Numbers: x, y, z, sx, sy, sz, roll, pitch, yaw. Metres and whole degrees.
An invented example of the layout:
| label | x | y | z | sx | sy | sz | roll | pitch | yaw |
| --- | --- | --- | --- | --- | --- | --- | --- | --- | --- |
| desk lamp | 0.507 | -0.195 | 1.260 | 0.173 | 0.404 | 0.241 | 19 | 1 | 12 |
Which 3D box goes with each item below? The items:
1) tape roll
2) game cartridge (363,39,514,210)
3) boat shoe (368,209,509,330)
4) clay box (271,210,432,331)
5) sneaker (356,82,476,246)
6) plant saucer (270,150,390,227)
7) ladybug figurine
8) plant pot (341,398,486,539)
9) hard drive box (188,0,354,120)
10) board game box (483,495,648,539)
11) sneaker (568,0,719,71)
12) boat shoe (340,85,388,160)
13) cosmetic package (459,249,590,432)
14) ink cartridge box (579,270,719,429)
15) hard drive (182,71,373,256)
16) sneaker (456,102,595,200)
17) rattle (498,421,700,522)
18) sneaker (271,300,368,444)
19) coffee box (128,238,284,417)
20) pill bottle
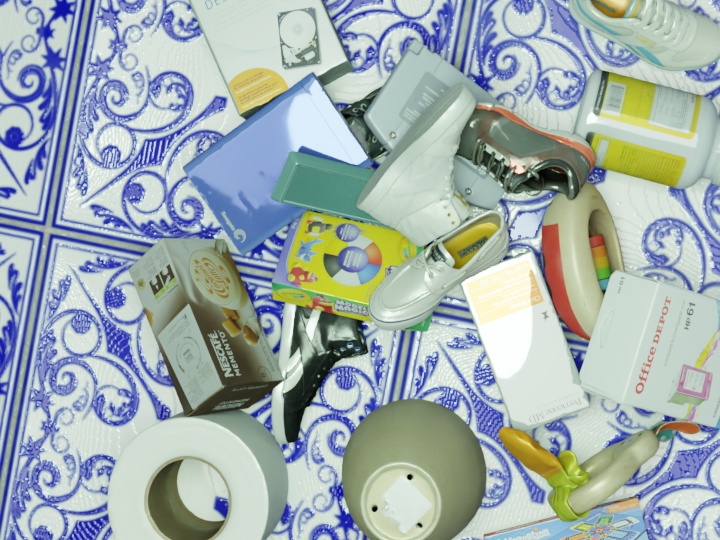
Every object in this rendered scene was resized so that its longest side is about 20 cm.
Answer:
| label | x | y | z | sx | sy | sz | roll | pitch | yaw |
| --- | --- | --- | --- | --- | --- | --- | --- | --- | --- |
| tape roll | -0.197 | 0.274 | 1.497 | 0.199 | 0.139 | 0.206 | 0 | 91 | 6 |
| game cartridge | 0.107 | -0.170 | 1.481 | 0.199 | 0.040 | 0.134 | 35 | 82 | -11 |
| boat shoe | 0.092 | -0.006 | 1.423 | 0.198 | 0.070 | 0.071 | -31 | 62 | -9 |
| clay box | 0.000 | 0.000 | 1.494 | 0.197 | 0.048 | 0.116 | 12 | 58 | 7 |
| sneaker | 0.096 | -0.116 | 1.406 | 0.115 | 0.074 | 0.200 | 34 | 123 | -12 |
| plant saucer | -0.007 | -0.092 | 1.469 | 0.197 | 0.019 | 0.071 | 12 | 122 | -26 |
| ladybug figurine | 0.266 | -0.004 | 1.454 | 0.071 | 0.135 | 0.203 | -12 | 86 | 34 |
| plant pot | 0.057 | 0.257 | 1.436 | 0.184 | 0.200 | 0.191 | 0 | 90 | 6 |
| hard drive box | -0.119 | -0.313 | 1.518 | 0.154 | 0.077 | 0.202 | -26 | 87 | 6 |
| board game box | 0.260 | 0.355 | 1.503 | 0.197 | 0.019 | 0.105 | -15 | 90 | 7 |
| sneaker | 0.347 | -0.299 | 1.460 | 0.197 | 0.081 | 0.078 | 21 | 91 | 5 |
| boat shoe | -0.004 | -0.170 | 1.509 | 0.198 | 0.066 | 0.075 | -34 | 86 | 6 |
| cosmetic package | 0.199 | 0.086 | 1.483 | 0.100 | 0.071 | 0.203 | -21 | 88 | 6 |
| ink cartridge box | 0.369 | 0.096 | 1.409 | 0.198 | 0.084 | 0.147 | 15 | 92 | -28 |
| hard drive | -0.101 | -0.129 | 1.479 | 0.199 | 0.025 | 0.133 | -34 | 95 | 10 |
| sneaker | 0.172 | -0.133 | 1.409 | 0.197 | 0.078 | 0.083 | 14 | 55 | 10 |
| rattle | 0.286 | 0.195 | 1.454 | 0.199 | 0.130 | 0.143 | -39 | 72 | 1 |
| sneaker | -0.047 | 0.121 | 1.511 | 0.110 | 0.073 | 0.204 | 6 | 89 | 8 |
| coffee box | -0.188 | 0.067 | 1.475 | 0.079 | 0.114 | 0.202 | -37 | 68 | 33 |
| pill bottle | 0.356 | -0.162 | 1.444 | 0.197 | 0.112 | 0.114 | 16 | 92 | 6 |
